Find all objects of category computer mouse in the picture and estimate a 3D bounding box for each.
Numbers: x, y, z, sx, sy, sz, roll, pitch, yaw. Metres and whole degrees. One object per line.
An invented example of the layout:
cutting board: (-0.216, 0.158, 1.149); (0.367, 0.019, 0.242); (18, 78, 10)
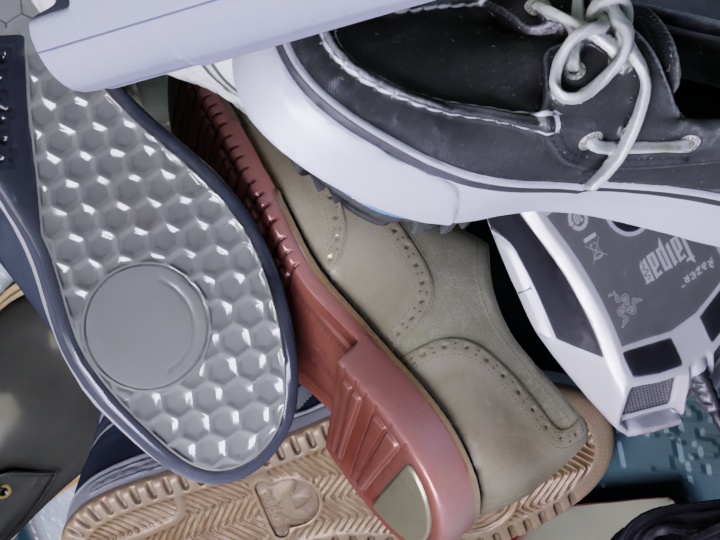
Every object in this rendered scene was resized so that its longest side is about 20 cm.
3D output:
computer mouse: (0.088, 0.011, 0.723); (0.044, 0.109, 0.201); (-11, 106, 59)

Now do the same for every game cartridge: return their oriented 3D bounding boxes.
game cartridge: (0.022, -0.103, 0.587); (0.133, 0.200, 0.041); (-16, 105, 39)

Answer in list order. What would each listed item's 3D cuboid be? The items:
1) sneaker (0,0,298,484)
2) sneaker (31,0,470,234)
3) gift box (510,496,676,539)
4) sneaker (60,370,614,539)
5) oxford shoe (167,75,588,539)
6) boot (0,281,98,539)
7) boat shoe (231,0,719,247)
sneaker: (-0.097, -0.019, 0.776); (0.203, 0.077, 0.146); (57, 168, -3)
sneaker: (-0.014, -0.069, 0.688); (0.200, 0.073, 0.072); (29, -167, -46)
gift box: (0.037, 0.196, 0.811); (0.184, 0.187, 0.200); (-16, 120, 40)
sneaker: (-0.011, 0.055, 0.836); (0.199, 0.109, 0.070); (-13, 117, 5)
oxford shoe: (0.000, 0.000, 0.764); (0.200, 0.074, 0.071); (58, 156, 21)
boot: (-0.164, 0.095, 0.906); (0.077, 0.138, 0.200); (36, 134, 3)
boat shoe: (0.061, -0.052, 0.635); (0.199, 0.074, 0.068); (12, 136, -29)
